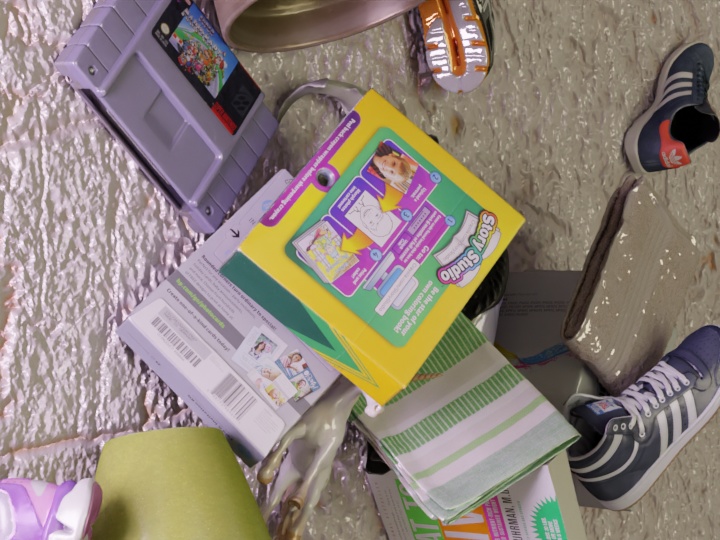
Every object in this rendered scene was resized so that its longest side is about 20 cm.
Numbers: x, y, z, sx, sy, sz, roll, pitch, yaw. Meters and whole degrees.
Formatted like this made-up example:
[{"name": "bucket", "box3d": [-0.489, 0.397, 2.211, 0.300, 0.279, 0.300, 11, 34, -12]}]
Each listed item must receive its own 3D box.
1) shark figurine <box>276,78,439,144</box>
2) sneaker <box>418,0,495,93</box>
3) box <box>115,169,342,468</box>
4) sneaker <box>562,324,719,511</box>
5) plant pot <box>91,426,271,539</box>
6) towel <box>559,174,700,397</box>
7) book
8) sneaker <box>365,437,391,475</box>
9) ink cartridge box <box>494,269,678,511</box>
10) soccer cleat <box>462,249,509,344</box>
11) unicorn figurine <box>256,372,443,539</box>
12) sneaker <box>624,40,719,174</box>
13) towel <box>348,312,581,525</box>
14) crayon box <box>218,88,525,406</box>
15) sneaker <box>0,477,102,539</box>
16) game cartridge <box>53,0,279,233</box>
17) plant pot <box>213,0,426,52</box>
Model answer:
[{"name": "shark figurine", "box3d": [0.021, -0.122, 1.595, 0.215, 0.089, 0.128, 55, 50, -36]}, {"name": "sneaker", "box3d": [0.087, -0.268, 1.688, 0.077, 0.078, 0.200, -24, 109, -69]}, {"name": "box", "box3d": [-0.076, 0.036, 1.447, 0.156, 0.041, 0.200, 45, 60, -3]}, {"name": "sneaker", "box3d": [0.260, 0.118, 1.632, 0.108, 0.070, 0.200, 38, 87, -38]}, {"name": "plant pot", "box3d": [-0.142, 0.225, 1.358, 0.187, 0.187, 0.200, 7, 71, -49]}, {"name": "towel", "box3d": [0.261, 0.020, 1.696, 0.133, 0.034, 0.200, 44, 58, -35]}, {"name": "book", "box3d": [0.108, 0.219, 1.609, 0.048, 0.200, 0.134, -36, 116, -46]}, {"name": "sneaker", "box3d": [0.036, 0.085, 1.621, 0.104, 0.060, 0.200, -3, 63, -18]}, {"name": "ink cartridge box", "box3d": [0.199, 0.116, 1.758, 0.145, 0.145, 0.200, 36, 63, -42]}, {"name": "soccer cleat", "box3d": [0.101, 0.063, 1.715, 0.073, 0.068, 0.200, 62, 39, -62]}, {"name": "unicorn figurine", "box3d": [-0.034, 0.148, 1.487, 0.074, 0.200, 0.137, 38, 55, -5]}, {"name": "sneaker", "box3d": [0.374, -0.183, 2.005, 0.075, 0.084, 0.200, 55, 52, -34]}, {"name": "towel", "box3d": [0.069, 0.114, 1.548, 0.152, 0.200, 0.023, -31, 147, -19]}, {"name": "crayon box", "box3d": [0.013, -0.021, 1.452, 0.173, 0.058, 0.200, 41, 60, -4]}, {"name": "sneaker", "box3d": [-0.254, 0.234, 1.289, 0.080, 0.088, 0.200, -91, -162, -82]}, {"name": "game cartridge", "box3d": [-0.149, -0.142, 1.436, 0.200, 0.038, 0.130, 52, 58, -36]}, {"name": "plant pot", "box3d": [-0.040, -0.296, 1.456, 0.200, 0.200, 0.174, -6, 76, -49]}]
